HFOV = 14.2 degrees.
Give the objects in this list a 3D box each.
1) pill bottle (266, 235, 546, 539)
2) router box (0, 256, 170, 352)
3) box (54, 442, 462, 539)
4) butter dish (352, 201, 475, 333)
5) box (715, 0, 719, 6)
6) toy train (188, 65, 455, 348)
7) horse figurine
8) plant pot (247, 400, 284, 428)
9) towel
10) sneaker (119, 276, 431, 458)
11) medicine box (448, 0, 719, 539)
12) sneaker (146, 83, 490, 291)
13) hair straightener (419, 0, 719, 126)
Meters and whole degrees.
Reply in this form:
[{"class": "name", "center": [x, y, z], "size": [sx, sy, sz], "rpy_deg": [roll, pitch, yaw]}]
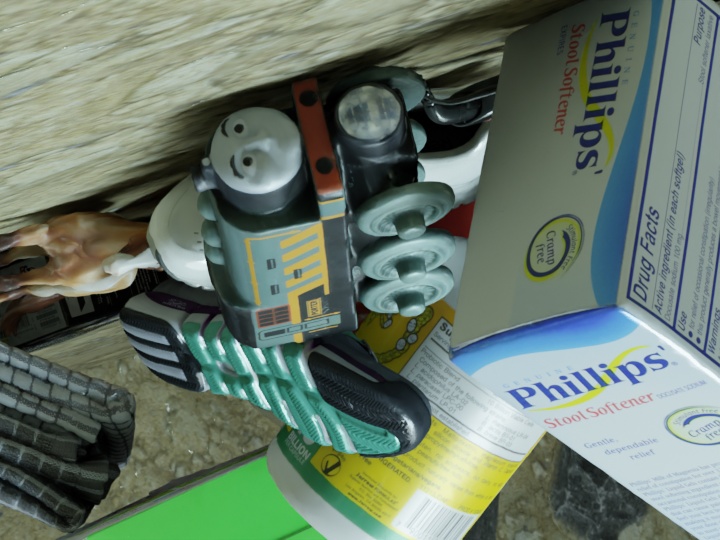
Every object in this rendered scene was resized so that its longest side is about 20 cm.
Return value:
[{"class": "pill bottle", "center": [0.050, 0.054, 1.506], "size": [0.200, 0.113, 0.113], "rpy_deg": [-53, 169, 11]}, {"class": "router box", "center": [-0.200, 0.021, 1.794], "size": [0.200, 0.051, 0.149], "rpy_deg": [-19, 179, 41]}, {"class": "box", "center": [-0.070, 0.157, 1.644], "size": [0.200, 0.097, 0.176], "rpy_deg": [-23, 178, -18]}, {"class": "butter dish", "center": [0.000, 0.000, 1.620], "size": [0.199, 0.148, 0.200], "rpy_deg": [-17, 177, -34]}, {"class": "box", "center": [0.216, -0.097, 1.464], "size": [0.200, 0.036, 0.144], "rpy_deg": [-19, 153, -39]}, {"class": "toy train", "center": [-0.018, -0.026, 1.333], "size": [0.114, 0.085, 0.200], "rpy_deg": [-14, 160, -3]}, {"class": "horse figurine", "center": [-0.164, -0.003, 1.555], "size": [0.132, 0.050, 0.200], "rpy_deg": [-14, 175, -8]}, {"class": "plant pot", "center": [-0.009, 0.034, 1.810], "size": [0.134, 0.201, 0.200], "rpy_deg": [-9, 173, -36]}, {"class": "towel", "center": [-0.232, 0.089, 1.665], "size": [0.200, 0.086, 0.166], "rpy_deg": [21, 168, -3]}, {"class": "sneaker", "center": [-0.030, 0.028, 1.469], "size": [0.200, 0.074, 0.088], "rpy_deg": [19, -125, 37]}, {"class": "medicine box", "center": [0.152, -0.002, 1.313], "size": [0.103, 0.182, 0.200], "rpy_deg": [-20, 136, 41]}, {"class": "sneaker", "center": [-0.015, -0.053, 1.448], "size": [0.200, 0.075, 0.087], "rpy_deg": [-24, 167, -16]}, {"class": "hair straightener", "center": [0.112, -0.107, 1.410], "size": [0.200, 0.041, 0.077], "rpy_deg": [-10, 168, -30]}]
